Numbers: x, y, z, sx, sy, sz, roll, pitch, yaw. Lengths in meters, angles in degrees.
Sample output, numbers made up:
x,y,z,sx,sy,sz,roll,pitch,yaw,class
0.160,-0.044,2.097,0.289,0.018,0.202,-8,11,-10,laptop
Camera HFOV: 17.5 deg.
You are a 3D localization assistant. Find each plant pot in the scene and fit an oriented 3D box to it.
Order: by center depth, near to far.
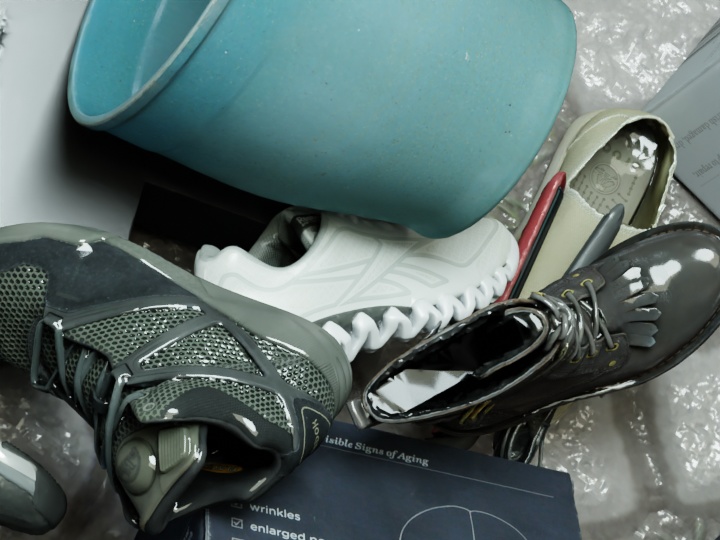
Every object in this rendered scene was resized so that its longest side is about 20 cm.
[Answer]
x,y,z,sx,sy,sz,roll,pitch,yaw,class
-0.008,-0.115,1.114,0.187,0.200,0.201,29,64,-24,plant pot

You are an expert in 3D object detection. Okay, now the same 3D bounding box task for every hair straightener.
x,y,z,sx,sy,sz,roll,pitch,yaw,class
0.092,0.052,1.228,0.077,0.041,0.201,26,84,10,hair straightener

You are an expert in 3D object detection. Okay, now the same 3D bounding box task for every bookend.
x,y,z,sx,sy,sz,roll,pitch,yaw,class
-0.122,-0.035,1.195,0.199,0.092,0.200,19,71,-18,bookend

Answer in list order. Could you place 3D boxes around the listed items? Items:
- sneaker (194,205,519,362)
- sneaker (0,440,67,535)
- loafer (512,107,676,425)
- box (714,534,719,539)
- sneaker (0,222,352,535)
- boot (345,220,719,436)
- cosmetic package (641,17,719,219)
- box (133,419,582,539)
x,y,z,sx,sy,sz,roll,pitch,yaw,class
0.000,0.000,1.172,0.199,0.075,0.082,-21,100,-38,sneaker
-0.248,0.111,1.116,0.199,0.075,0.116,25,70,0,sneaker
0.120,-0.010,1.289,0.075,0.068,0.201,24,67,-11,loafer
0.270,0.171,1.261,0.200,0.115,0.132,-37,89,-26,box
-0.112,0.047,1.046,0.198,0.077,0.114,22,35,7,sneaker
0.096,0.032,1.126,0.199,0.174,0.069,-29,81,4,boot
0.299,-0.092,1.331,0.200,0.166,0.168,43,63,-4,cosmetic package
0.001,0.182,1.093,0.199,0.124,0.197,14,40,-16,box
